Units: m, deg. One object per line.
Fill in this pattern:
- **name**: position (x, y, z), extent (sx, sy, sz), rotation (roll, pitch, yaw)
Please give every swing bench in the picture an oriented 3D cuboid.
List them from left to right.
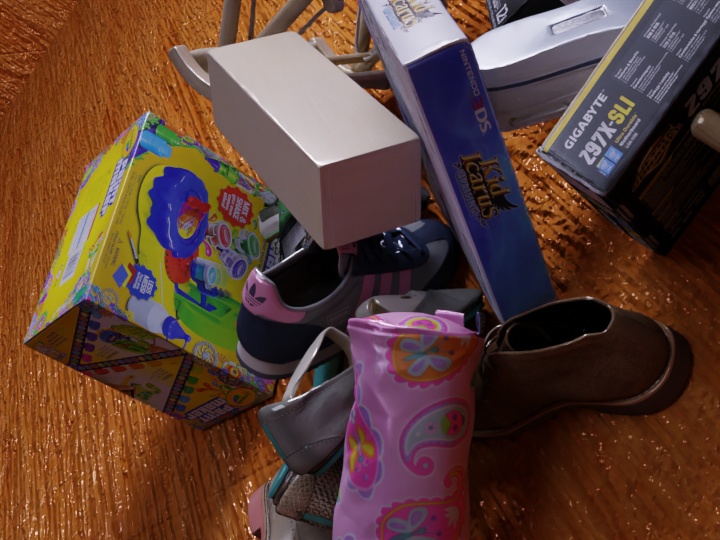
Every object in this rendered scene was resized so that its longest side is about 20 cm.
- **swing bench**: position (-0.029, -0.230, 0.947), extent (0.130, 0.198, 0.201), rotation (45, 127, 21)

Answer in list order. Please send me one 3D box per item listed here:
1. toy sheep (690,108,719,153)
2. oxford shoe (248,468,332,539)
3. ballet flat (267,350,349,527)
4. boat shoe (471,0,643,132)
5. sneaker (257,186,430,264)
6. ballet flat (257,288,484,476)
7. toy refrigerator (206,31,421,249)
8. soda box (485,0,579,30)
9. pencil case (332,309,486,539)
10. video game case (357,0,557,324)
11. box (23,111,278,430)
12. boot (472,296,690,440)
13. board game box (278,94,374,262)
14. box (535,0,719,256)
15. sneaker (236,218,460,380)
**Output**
- **toy sheep**: position (0.233, -0.068, 0.498), extent (0.202, 0.136, 0.138), rotation (-62, 26, 22)
- **oxford shoe**: position (-0.027, 0.187, 0.730), extent (0.075, 0.070, 0.200), rotation (-49, 30, 11)
- **ballet flat**: position (-0.008, 0.101, 0.769), extent (0.201, 0.074, 0.068), rotation (-74, 11, -50)
- **boat shoe**: position (0.173, -0.129, 0.712), extent (0.199, 0.087, 0.075), rotation (-16, 38, 12)
- **sneaker**: position (-0.010, -0.024, 0.929), extent (0.199, 0.076, 0.090), rotation (-14, 82, 50)
- **ballet flat**: position (0.010, 0.051, 0.712), extent (0.200, 0.064, 0.067), rotation (-41, -3, -38)
- **toy refrigerator**: position (-0.037, -0.096, 0.775), extent (0.200, 0.075, 0.071), rotation (47, 147, 47)
- **soda box**: position (0.137, -0.242, 0.871), extent (0.063, 0.070, 0.202), rotation (-41, 33, 31)
- **pencil case**: position (0.027, 0.123, 0.629), extent (0.087, 0.086, 0.203), rotation (2, 87, 58)
- **video game case**: position (0.059, -0.095, 0.731), extent (0.045, 0.202, 0.182), rotation (-24, 35, 1)
- **box**: position (-0.169, 0.005, 0.997), extent (0.121, 0.191, 0.202), rotation (-28, 42, 43)
- **boot**: position (0.095, 0.053, 0.659), extent (0.199, 0.075, 0.075), rotation (-21, 48, 50)
- **board game box**: position (-0.028, -0.034, 0.874), extent (0.104, 0.023, 0.204), rotation (4, 96, 50)
- **box**: position (0.189, -0.113, 0.580), extent (0.049, 0.159, 0.201), rotation (39, 99, 28)
- **sneaker**: position (0.000, 0.000, 0.763), extent (0.199, 0.083, 0.070), rotation (-32, 53, -33)
